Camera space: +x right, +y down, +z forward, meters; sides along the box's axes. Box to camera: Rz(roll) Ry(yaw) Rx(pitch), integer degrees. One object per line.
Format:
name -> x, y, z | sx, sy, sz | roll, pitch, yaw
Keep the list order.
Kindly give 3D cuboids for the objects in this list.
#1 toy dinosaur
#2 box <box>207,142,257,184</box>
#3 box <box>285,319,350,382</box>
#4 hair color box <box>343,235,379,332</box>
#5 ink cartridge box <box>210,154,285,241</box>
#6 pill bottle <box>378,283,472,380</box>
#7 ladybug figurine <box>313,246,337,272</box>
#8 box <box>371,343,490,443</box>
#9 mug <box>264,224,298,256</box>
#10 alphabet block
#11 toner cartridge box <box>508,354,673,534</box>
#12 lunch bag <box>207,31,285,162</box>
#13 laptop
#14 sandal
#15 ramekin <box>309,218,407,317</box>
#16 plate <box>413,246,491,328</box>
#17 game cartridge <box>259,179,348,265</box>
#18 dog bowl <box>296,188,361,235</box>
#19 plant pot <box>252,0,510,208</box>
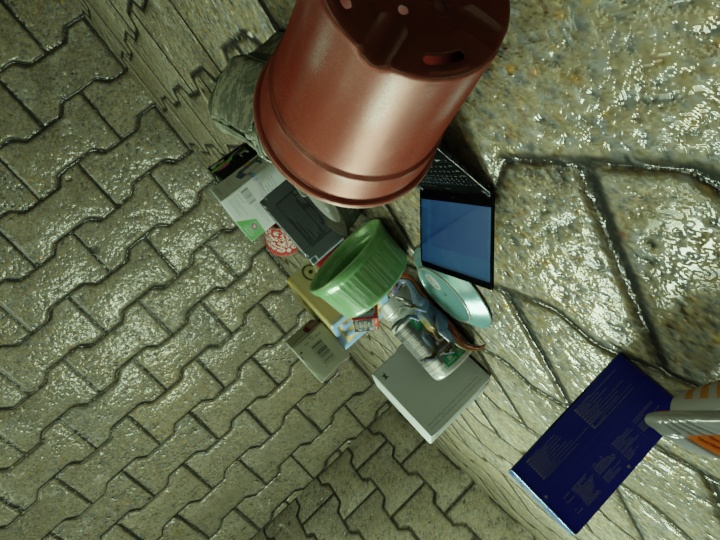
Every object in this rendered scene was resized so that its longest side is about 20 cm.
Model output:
toy dinosaur -> 0.131, 0.091, 1.065 | 0.105, 0.199, 0.182 | -37, 59, 50
box -> -0.317, -0.263, 1.477 | 0.200, 0.148, 0.125 | 35, 161, 51
box -> -0.124, 0.221, 1.473 | 0.128, 0.109, 0.200 | 50, 169, -7
hair color box -> 0.003, 0.031, 1.200 | 0.111, 0.064, 0.201 | 83, -179, -70
ink cartridge box -> -0.248, -0.197, 1.313 | 0.087, 0.200, 0.146 | 41, 167, 48
pill bottle -> 0.139, 0.130, 1.135 | 0.200, 0.113, 0.113 | 47, 168, 6
ladybug figurine -> -0.051, -0.024, 1.336 | 0.200, 0.135, 0.072 | 54, 143, 34
box -> 0.168, 0.267, 1.248 | 0.200, 0.199, 0.131 | 44, 168, 24
mug -> -0.279, -0.158, 1.735 | 0.178, 0.133, 0.200 | 45, 165, 11
alphabet block -> -0.055, 0.069, 1.471 | 0.200, 0.195, 0.197 | 44, 166, 26
toner cartridge box -> 0.282, 0.206, 0.628 | 0.095, 0.200, 0.043 | 44, 169, 24
lunch bag -> -0.120, -0.244, 0.761 | 0.200, 0.168, 0.140 | 36, 163, 46
laptop -> 0.080, -0.082, 0.681 | 0.200, 0.104, 0.177 | 32, 176, -27
sandal -> 0.361, 0.125, 0.459 | 0.079, 0.059, 0.207 | 35, 151, -14
ramekin -> 0.000, 0.000, 1.048 | 0.098, 0.200, 0.200 | 44, 170, -15
plate -> 0.163, 0.039, 0.976 | 0.200, 0.026, 0.200 | 46, 169, 12
game cartridge -> -0.128, -0.129, 1.245 | 0.200, 0.133, 0.040 | 49, 175, 3
dog bowl -> -0.075, -0.171, 1.102 | 0.200, 0.059, 0.200 | 47, 169, 12
plant pot -> 0.016, -0.180, 0.451 | 0.201, 0.201, 0.195 | 49, 160, -2
